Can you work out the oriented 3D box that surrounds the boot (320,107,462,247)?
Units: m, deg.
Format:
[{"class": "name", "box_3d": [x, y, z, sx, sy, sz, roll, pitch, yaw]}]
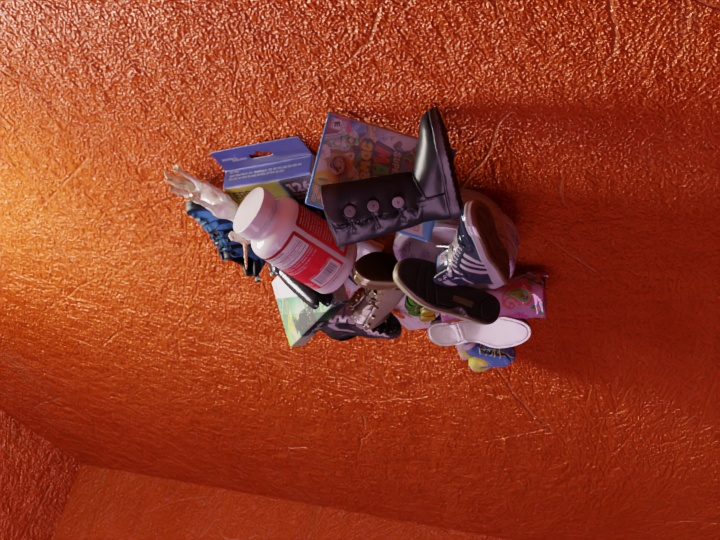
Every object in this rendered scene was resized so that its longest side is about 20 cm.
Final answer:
[{"class": "boot", "box_3d": [0.037, -0.133, 1.255, 0.198, 0.066, 0.166, -10, 103, 15]}]

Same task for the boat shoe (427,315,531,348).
[{"class": "boat shoe", "box_3d": [0.225, 0.101, 1.619, 0.198, 0.062, 0.073, -4, 117, 26]}]

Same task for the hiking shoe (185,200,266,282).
[{"class": "hiking shoe", "box_3d": [-0.246, -0.063, 1.616, 0.199, 0.087, 0.074, 34, 147, -30]}]

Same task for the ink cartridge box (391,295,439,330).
[{"class": "ink cartridge box", "box_3d": [0.127, 0.054, 1.685, 0.199, 0.050, 0.161, -9, 143, 44]}]

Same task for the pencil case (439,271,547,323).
[{"class": "pencil case", "box_3d": [0.234, 0.048, 1.536, 0.198, 0.088, 0.088, -5, 149, 6]}]

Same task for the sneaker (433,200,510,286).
[{"class": "sneaker", "box_3d": [0.147, -0.032, 1.261, 0.107, 0.071, 0.200, -2, 152, 22]}]

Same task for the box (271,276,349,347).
[{"class": "box", "box_3d": [-0.099, 0.039, 1.638, 0.036, 0.145, 0.200, -4, 153, -33]}]

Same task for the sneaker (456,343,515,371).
[{"class": "sneaker", "box_3d": [0.259, 0.150, 1.768, 0.104, 0.077, 0.200, -7, 157, 18]}]

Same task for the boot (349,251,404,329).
[{"class": "boot", "box_3d": [0.025, 0.040, 1.539, 0.199, 0.072, 0.155, -8, 144, -53]}]

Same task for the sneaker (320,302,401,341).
[{"class": "sneaker", "box_3d": [-0.016, 0.105, 1.723, 0.198, 0.067, 0.091, 13, 144, 2]}]

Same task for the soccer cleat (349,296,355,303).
[{"class": "soccer cleat", "box_3d": [-0.054, 0.058, 1.759, 0.199, 0.065, 0.084, 25, 150, -15]}]

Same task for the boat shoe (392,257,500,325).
[{"class": "boat shoe", "box_3d": [0.131, 0.041, 1.423, 0.199, 0.072, 0.076, 28, 166, -19]}]

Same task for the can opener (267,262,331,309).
[{"class": "can opener", "box_3d": [-0.121, 0.007, 1.580, 0.063, 0.200, 0.079, -13, 133, -28]}]

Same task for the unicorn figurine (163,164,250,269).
[{"class": "unicorn figurine", "box_3d": [-0.254, -0.115, 1.496, 0.074, 0.200, 0.137, -44, 142, 9]}]

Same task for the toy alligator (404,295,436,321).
[{"class": "toy alligator", "box_3d": [0.107, 0.065, 1.582, 0.054, 0.060, 0.200, -7, 162, -2]}]

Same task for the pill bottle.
[{"class": "pill bottle", "box_3d": [-0.111, -0.052, 1.454, 0.199, 0.113, 0.112, 33, 147, -30]}]

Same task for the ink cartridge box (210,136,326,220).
[{"class": "ink cartridge box", "box_3d": [-0.132, -0.138, 1.473, 0.196, 0.047, 0.200, -4, 148, 34]}]

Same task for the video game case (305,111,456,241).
[{"class": "video game case", "box_3d": [0.029, -0.140, 1.296, 0.198, 0.144, 0.018, 17, -166, 5]}]

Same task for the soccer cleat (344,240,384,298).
[{"class": "soccer cleat", "box_3d": [0.000, 0.000, 1.629, 0.084, 0.069, 0.201, 17, 147, 6]}]

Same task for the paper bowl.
[{"class": "paper bowl", "box_3d": [0.158, -0.057, 1.405, 0.199, 0.105, 0.201, 12, 152, 6]}]
